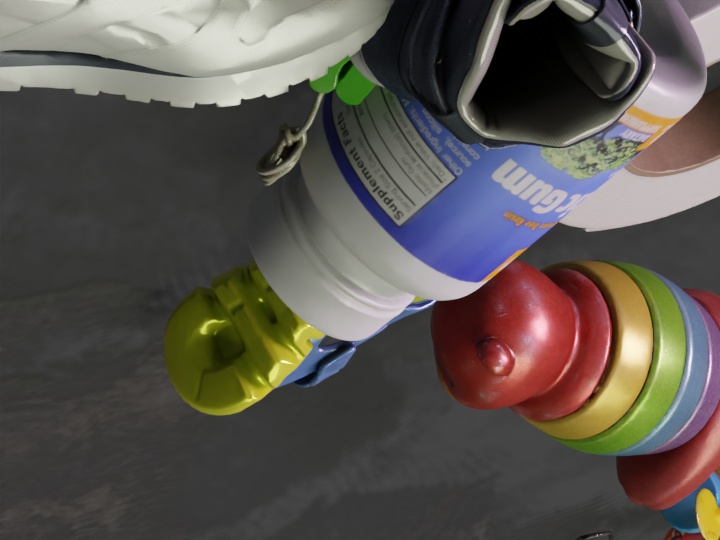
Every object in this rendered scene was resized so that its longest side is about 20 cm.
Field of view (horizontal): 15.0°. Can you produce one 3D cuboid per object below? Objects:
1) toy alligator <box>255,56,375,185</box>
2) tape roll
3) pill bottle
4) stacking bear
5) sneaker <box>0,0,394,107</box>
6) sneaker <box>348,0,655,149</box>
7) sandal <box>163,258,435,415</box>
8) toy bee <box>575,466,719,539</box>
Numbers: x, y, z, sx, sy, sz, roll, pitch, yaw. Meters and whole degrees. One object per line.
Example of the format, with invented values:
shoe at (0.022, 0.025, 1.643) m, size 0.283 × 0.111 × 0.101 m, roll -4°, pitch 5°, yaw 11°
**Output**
toy alligator at (0.004, -0.111, 1.123) m, size 0.054 × 0.059 × 0.200 m, roll 37°, pitch 121°, yaw -19°
tape roll at (0.166, -0.092, 1.336) m, size 0.202 × 0.037 × 0.203 m, roll -22°, pitch 155°, yaw -11°
pill bottle at (0.044, -0.058, 1.191) m, size 0.200 × 0.112 × 0.112 m, roll -42°, pitch 152°, yaw 29°
stacking bear at (0.115, 0.045, 1.477) m, size 0.114 × 0.122 × 0.199 m, roll -39°, pitch 145°, yaw 30°
sneaker at (-0.080, -0.111, 0.977) m, size 0.199 × 0.077 × 0.081 m, roll -5°, pitch 143°, yaw -11°
sneaker at (0.087, -0.132, 1.002) m, size 0.077 × 0.146 × 0.203 m, roll 36°, pitch 94°, yaw -23°
sandal at (0.000, 0.000, 1.317) m, size 0.199 × 0.080 × 0.087 m, roll -29°, pitch 166°, yaw 20°
toy bee at (0.251, 0.186, 1.879) m, size 0.130 × 0.109 × 0.200 m, roll -7°, pitch 149°, yaw -39°
